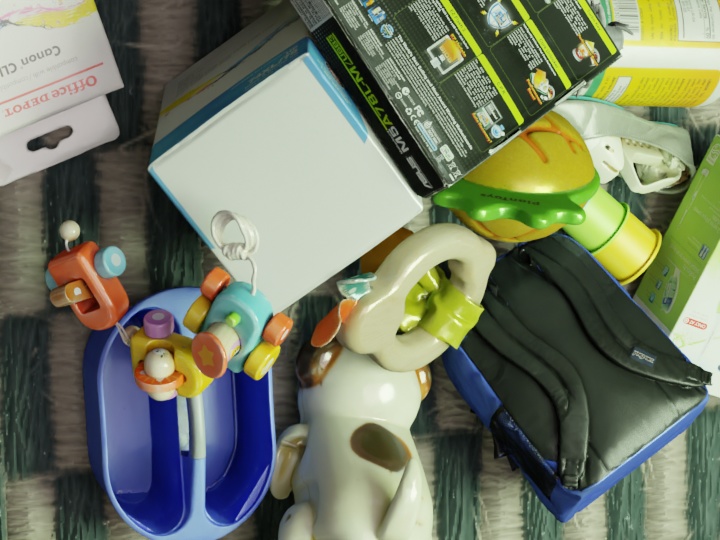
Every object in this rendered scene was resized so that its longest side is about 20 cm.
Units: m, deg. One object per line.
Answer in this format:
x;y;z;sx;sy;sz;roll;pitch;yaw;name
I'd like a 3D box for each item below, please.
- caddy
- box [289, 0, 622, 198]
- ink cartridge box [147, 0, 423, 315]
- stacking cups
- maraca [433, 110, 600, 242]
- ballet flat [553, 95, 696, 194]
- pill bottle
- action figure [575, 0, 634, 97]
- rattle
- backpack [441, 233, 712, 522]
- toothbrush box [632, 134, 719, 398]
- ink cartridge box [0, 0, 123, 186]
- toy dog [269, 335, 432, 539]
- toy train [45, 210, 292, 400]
-0.140;0.111;1.531;0.140;0.105;0.202;-6;98;-21;caddy
0.064;-0.185;1.409;0.193;0.047;0.201;-38;97;-30;box
-0.056;-0.094;1.474;0.145;0.200;0.147;-34;109;11;ink cartridge box
0.164;-0.068;1.669;0.199;0.060;0.061;37;82;-18;stacking cups
0.117;-0.071;1.518;0.136;0.200;0.108;5;110;5;maraca
0.215;-0.100;1.646;0.199;0.067;0.064;8;62;-44;ballet flat
0.249;-0.194;1.656;0.198;0.113;0.114;-1;96;-22;pill bottle
0.114;-0.182;1.530;0.198;0.131;0.070;-2;52;0;action figure
0.000;0.000;1.510;0.199;0.143;0.131;-10;144;-43;rattle
0.157;0.089;1.625;0.162;0.168;0.200;-34;75;-19;backpack
0.335;0.006;1.700;0.145;0.086;0.201;19;108;-24;toothbrush box
-0.254;-0.173;1.474;0.116;0.067;0.202;-24;104;-18;ink cartridge box
-0.008;0.145;1.558;0.138;0.194;0.202;6;60;-10;toy dog
-0.145;0.030;1.408;0.056;0.199;0.151;-45;116;-46;toy train
